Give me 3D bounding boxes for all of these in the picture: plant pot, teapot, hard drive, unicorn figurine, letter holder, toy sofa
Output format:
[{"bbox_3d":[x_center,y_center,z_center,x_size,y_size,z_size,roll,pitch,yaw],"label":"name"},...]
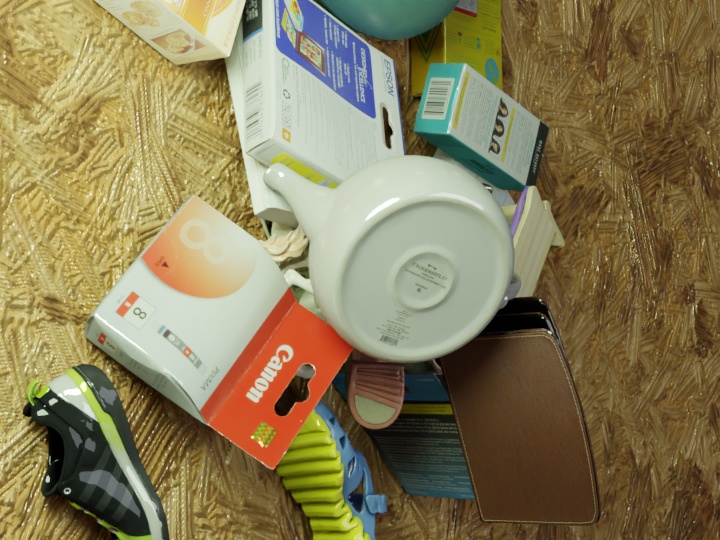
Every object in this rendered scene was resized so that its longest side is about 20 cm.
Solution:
[{"bbox_3d":[0.023,-0.329,1.399,0.161,0.199,0.202,55,46,-51],"label":"plant pot"},{"bbox_3d":[0.039,-0.024,1.262,0.196,0.146,0.202,-22,121,-5],"label":"teapot"},{"bbox_3d":[-0.070,-0.137,1.340,0.131,0.026,0.202,14,59,-52],"label":"hard drive"},{"bbox_3d":[-0.081,0.067,1.305,0.136,0.074,0.202,-12,83,-9],"label":"unicorn figurine"},{"bbox_3d":[0.176,0.135,1.365,0.100,0.141,0.202,-33,112,-50],"label":"letter holder"},{"bbox_3d":[0.154,0.002,1.552,0.098,0.082,0.201,58,40,-33],"label":"toy sofa"}]

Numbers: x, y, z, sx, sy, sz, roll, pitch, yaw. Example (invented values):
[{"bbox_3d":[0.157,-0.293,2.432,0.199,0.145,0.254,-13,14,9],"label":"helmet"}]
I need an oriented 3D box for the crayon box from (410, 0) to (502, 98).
[{"bbox_3d":[0.112,-0.264,1.620,0.126,0.050,0.203,5,83,-52],"label":"crayon box"}]

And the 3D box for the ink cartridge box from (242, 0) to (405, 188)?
[{"bbox_3d":[-0.034,-0.161,1.345,0.199,0.047,0.200,31,44,-45],"label":"ink cartridge box"}]

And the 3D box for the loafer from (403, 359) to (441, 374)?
[{"bbox_3d":[0.051,0.019,1.509,0.072,0.062,0.202,-27,109,-50],"label":"loafer"}]

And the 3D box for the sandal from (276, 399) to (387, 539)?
[{"bbox_3d":[-0.025,0.206,1.393,0.087,0.079,0.202,-52,135,-45],"label":"sandal"}]

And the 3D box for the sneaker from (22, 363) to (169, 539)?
[{"bbox_3d":[-0.223,0.172,1.150,0.082,0.071,0.202,-26,109,-25],"label":"sneaker"}]

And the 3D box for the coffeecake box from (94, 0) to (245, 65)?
[{"bbox_3d":[-0.182,-0.299,1.214,0.200,0.072,0.155,36,61,-45],"label":"coffeecake box"}]

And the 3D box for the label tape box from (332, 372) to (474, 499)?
[{"bbox_3d":[0.074,0.153,1.464,0.201,0.143,0.064,59,46,-32],"label":"label tape box"}]

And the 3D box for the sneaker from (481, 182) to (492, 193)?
[{"bbox_3d":[0.095,-0.026,1.487,0.200,0.077,0.091,-41,139,-58],"label":"sneaker"}]

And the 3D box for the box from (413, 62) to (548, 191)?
[{"bbox_3d":[0.139,-0.159,1.573,0.199,0.049,0.083,27,75,-52],"label":"box"}]

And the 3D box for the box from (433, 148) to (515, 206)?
[{"bbox_3d":[0.133,-0.043,1.642,0.201,0.041,0.157,57,46,-34],"label":"box"}]

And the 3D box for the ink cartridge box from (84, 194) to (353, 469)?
[{"bbox_3d":[-0.113,0.051,1.209,0.199,0.050,0.163,34,53,2],"label":"ink cartridge box"}]

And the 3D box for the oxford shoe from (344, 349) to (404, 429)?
[{"bbox_3d":[0.014,0.051,1.358,0.070,0.074,0.202,12,84,-10],"label":"oxford shoe"}]

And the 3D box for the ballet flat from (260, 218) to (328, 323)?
[{"bbox_3d":[-0.054,0.006,1.363,0.069,0.069,0.202,-38,112,-47],"label":"ballet flat"}]
